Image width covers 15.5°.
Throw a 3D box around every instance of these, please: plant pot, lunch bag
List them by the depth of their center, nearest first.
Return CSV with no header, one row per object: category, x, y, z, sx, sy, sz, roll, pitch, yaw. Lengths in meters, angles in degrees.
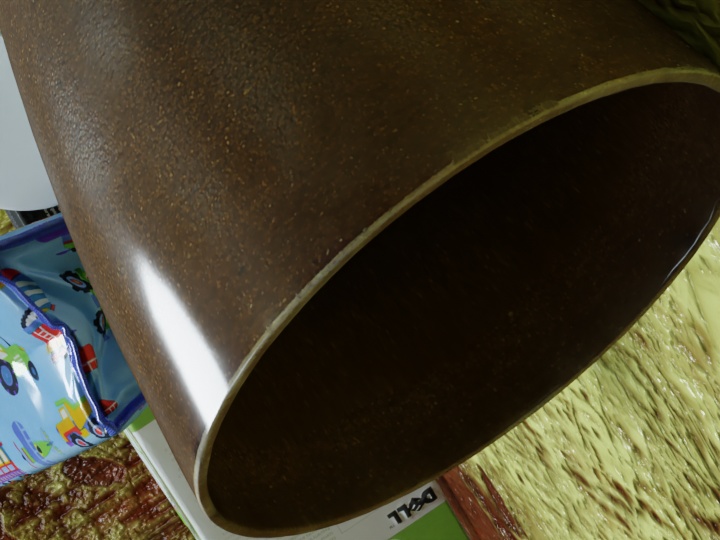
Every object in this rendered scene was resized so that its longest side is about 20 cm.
plant pot,-0.022,-0.059,0.764,0.200,0.187,0.187,52,170,24
lunch bag,-0.085,-0.007,1.136,0.094,0.200,0.151,55,151,-5

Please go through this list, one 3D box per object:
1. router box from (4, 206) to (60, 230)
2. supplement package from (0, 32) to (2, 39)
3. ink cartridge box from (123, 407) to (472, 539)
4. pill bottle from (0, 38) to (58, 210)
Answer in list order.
router box,-0.128,-0.081,1.379,0.051,0.149,0.200,47,167,43
supplement package,-0.123,-0.184,1.000,0.200,0.117,0.117,56,-171,23
ink cartridge box,-0.043,0.126,1.639,0.200,0.148,0.076,59,171,-15
pill bottle,-0.132,-0.116,1.147,0.114,0.114,0.200,61,-160,-26
